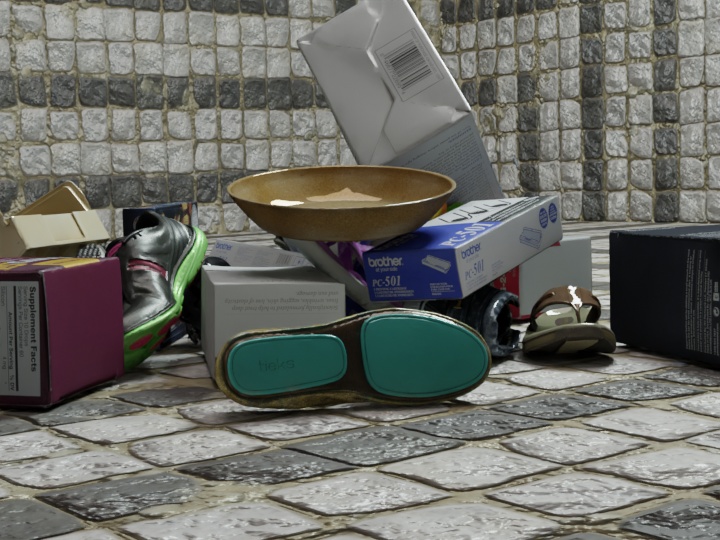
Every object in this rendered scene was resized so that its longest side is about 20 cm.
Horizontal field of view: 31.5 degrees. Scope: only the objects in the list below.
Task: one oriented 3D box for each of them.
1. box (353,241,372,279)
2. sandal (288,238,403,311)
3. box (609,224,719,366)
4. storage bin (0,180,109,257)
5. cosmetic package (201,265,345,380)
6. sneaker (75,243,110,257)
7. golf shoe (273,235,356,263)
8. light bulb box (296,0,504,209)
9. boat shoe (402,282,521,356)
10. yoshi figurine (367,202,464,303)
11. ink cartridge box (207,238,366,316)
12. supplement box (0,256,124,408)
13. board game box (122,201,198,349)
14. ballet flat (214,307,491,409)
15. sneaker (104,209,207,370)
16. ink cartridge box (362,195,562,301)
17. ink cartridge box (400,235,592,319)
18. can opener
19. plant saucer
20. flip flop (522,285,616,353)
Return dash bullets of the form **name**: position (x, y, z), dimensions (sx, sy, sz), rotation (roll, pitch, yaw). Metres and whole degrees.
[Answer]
- **box**: position (-0.011, -0.011, 1.483), dimensions (0.041, 0.120, 0.200), rotation (29, -2, -15)
- **sandal**: position (-0.005, -0.003, 1.192), dimensions (0.082, 0.050, 0.202), rotation (35, -5, 42)
- **box**: position (0.345, 0.015, 1.106), dimensions (0.197, 0.106, 0.182), rotation (-3, 6, -19)
- **storage bin**: position (-0.393, -0.012, 1.331), dimensions (0.197, 0.095, 0.200), rotation (-31, -3, 14)
- **cosmetic package**: position (-0.080, 0.041, 1.096), dimensions (0.111, 0.083, 0.200), rotation (0, 3, -12)
- **sneaker**: position (-0.261, 0.043, 1.273), dimensions (0.072, 0.081, 0.201), rotation (1, 22, 1)
- **golf shoe**: position (-0.045, -0.041, 1.308), dimensions (0.096, 0.079, 0.200), rotation (19, -20, -5)
- **light bulb box**: position (0.047, -0.147, 1.336), dimensions (0.124, 0.200, 0.200), rotation (-28, -32, 3)
- **boat shoe**: position (0.110, 0.040, 1.157), dimensions (0.089, 0.072, 0.200), rotation (1, 12, 21)
- **yoshi figurine**: position (0.084, 0.000, 1.284), dimensions (0.112, 0.113, 0.200), rotation (-35, -23, -3)
- **ink cartridge box**: position (-0.076, 0.014, 1.349), dimensions (0.094, 0.045, 0.199), rotation (34, -14, -36)
- **supplement box**: position (-0.303, 0.045, 1.004), dimensions (0.197, 0.105, 0.131), rotation (0, 4, 15)
- **board game box**: position (-0.201, 0.000, 1.314), dimensions (0.034, 0.138, 0.200), rotation (-1, 5, 5)
- **ballet flat**: position (-0.007, 0.066, 0.910), dimensions (0.196, 0.072, 0.071), rotation (-3, 5, -13)
- **sneaker**: position (-0.198, 0.015, 1.133), dimensions (0.083, 0.077, 0.201), rotation (33, 29, -13)
- **ink cartridge box**: position (0.094, -0.022, 1.124), dimensions (0.093, 0.045, 0.199), rotation (-3, 14, 34)
- **ink cartridge box**: position (0.142, 0.004, 1.449), dimensions (0.198, 0.085, 0.144), rotation (3, 7, 42)
- **can opener**: position (-0.139, 0.039, 1.302), dimensions (0.079, 0.063, 0.200), rotation (-44, -12, 2)
- **plant saucer**: position (-0.016, -0.057, 1.097), dimensions (0.196, 0.036, 0.200), rotation (-1, 15, 0)
- **flip flop**: position (0.185, 0.041, 1.137), dimensions (0.080, 0.059, 0.200), rotation (-1, 5, 9)
